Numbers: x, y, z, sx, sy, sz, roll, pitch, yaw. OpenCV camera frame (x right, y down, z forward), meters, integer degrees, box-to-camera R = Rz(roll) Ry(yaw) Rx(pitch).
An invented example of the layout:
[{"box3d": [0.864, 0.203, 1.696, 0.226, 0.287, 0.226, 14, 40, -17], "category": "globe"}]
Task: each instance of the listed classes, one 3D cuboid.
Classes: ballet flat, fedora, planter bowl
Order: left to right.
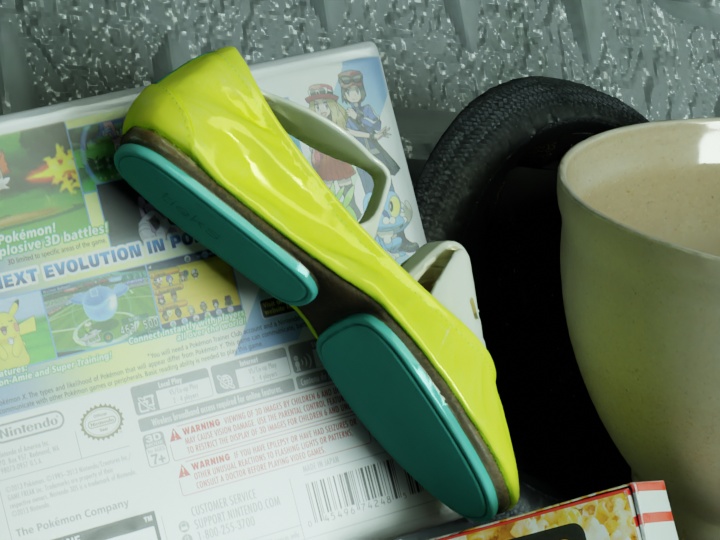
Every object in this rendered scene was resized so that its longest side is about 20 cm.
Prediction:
[{"box3d": [0.000, 0.000, 0.921, 0.200, 0.067, 0.067, 46, 65, -11], "category": "ballet flat"}, {"box3d": [0.066, 0.024, 1.076, 0.200, 0.091, 0.202, 8, 76, -34], "category": "fedora"}, {"box3d": [0.168, 0.033, 0.988, 0.200, 0.200, 0.135, -12, 115, -41], "category": "planter bowl"}]

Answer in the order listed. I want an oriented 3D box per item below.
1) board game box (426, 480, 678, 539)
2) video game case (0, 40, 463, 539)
[{"box3d": [0.030, 0.173, 0.926, 0.046, 0.199, 0.152, 10, 65, -68], "category": "board game box"}, {"box3d": [-0.061, 0.023, 0.936, 0.199, 0.022, 0.183, -14, 89, -26], "category": "video game case"}]
